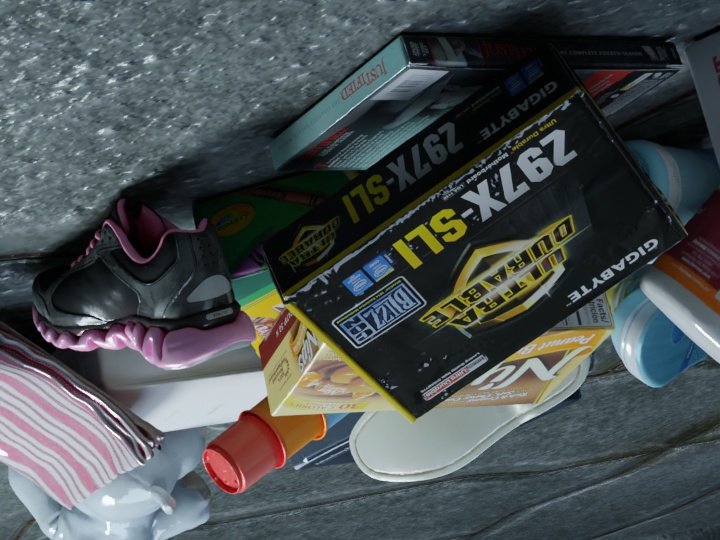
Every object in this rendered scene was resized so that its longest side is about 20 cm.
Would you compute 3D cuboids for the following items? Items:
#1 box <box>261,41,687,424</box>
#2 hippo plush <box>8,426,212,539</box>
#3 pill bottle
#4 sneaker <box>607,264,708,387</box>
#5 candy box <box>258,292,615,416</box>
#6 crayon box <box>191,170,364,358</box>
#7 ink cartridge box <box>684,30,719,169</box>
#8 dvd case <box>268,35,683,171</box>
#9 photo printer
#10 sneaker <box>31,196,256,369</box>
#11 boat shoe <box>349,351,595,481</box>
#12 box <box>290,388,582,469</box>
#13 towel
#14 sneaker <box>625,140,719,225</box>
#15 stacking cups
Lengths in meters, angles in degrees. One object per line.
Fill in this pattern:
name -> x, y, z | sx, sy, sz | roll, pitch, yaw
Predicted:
box -> 0.066, -0.016, 1.135 | 0.199, 0.049, 0.160 | -34, 137, 9
hippo plush -> -0.205, 0.159, 1.600 | 0.200, 0.159, 0.161 | -47, 166, -36
pill bottle -> 0.280, -0.031, 1.268 | 0.200, 0.114, 0.114 | -49, 162, 1
sneaker -> 0.189, 0.021, 1.480 | 0.130, 0.080, 0.200 | 27, -168, 21
candy box -> 0.047, 0.043, 1.284 | 0.199, 0.056, 0.116 | -2, 154, -24
crayon box -> -0.024, 0.003, 1.306 | 0.118, 0.059, 0.200 | -15, 157, 6
ink cartridge box -> 0.301, -0.093, 1.137 | 0.199, 0.146, 0.084 | -24, 161, 32
dvd case -> 0.066, -0.094, 1.157 | 0.199, 0.022, 0.146 | -5, 163, -35
photo printer -> -0.124, 0.071, 1.489 | 0.199, 0.070, 0.166 | -6, 163, -28
sneaker -> -0.138, 0.000, 1.214 | 0.079, 0.096, 0.199 | -24, -162, -37
boat shoe -> 0.082, 0.089, 1.455 | 0.199, 0.075, 0.062 | -34, 180, 23
box -> 0.050, 0.082, 1.623 | 0.199, 0.108, 0.148 | -3, 162, -41
towel -> -0.235, 0.110, 1.436 | 0.146, 0.030, 0.200 | 36, 149, -12
sneaker -> 0.183, -0.022, 1.387 | 0.130, 0.080, 0.200 | -2, 160, -37
stacking cups -> -0.030, 0.082, 1.416 | 0.200, 0.061, 0.060 | -33, 178, -33
